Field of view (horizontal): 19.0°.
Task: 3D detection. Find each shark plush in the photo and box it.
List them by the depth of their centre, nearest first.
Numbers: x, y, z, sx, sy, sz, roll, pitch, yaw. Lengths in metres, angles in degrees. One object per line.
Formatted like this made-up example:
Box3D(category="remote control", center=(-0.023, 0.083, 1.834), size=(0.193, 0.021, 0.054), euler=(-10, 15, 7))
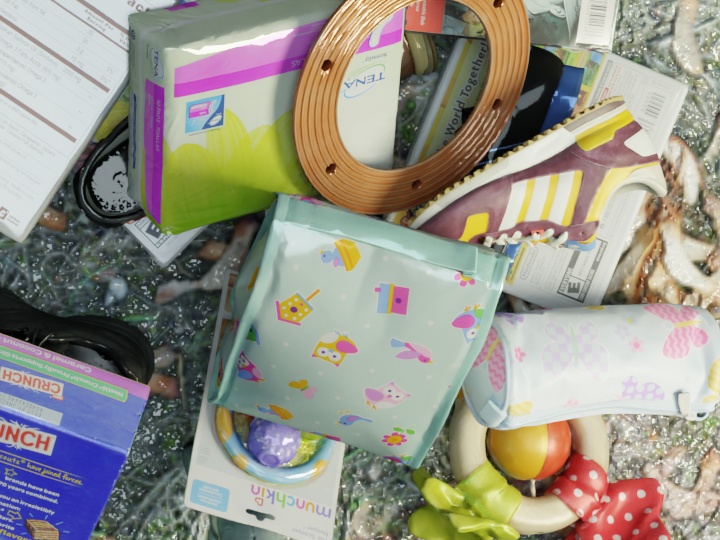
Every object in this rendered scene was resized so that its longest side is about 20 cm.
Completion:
Box3D(category="shark plush", center=(-0.093, 0.175, 1.574), size=(0.090, 0.083, 0.201), euler=(6, 59, -1))

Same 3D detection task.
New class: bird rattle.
Box3D(category="bird rattle", center=(0.137, 0.152, 1.634), size=(0.199, 0.113, 0.164), euler=(-1, 81, -10))

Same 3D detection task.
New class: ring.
Box3D(category="ring", center=(0.034, -0.131, 1.489), size=(0.200, 0.019, 0.201), euler=(-21, 129, -28))

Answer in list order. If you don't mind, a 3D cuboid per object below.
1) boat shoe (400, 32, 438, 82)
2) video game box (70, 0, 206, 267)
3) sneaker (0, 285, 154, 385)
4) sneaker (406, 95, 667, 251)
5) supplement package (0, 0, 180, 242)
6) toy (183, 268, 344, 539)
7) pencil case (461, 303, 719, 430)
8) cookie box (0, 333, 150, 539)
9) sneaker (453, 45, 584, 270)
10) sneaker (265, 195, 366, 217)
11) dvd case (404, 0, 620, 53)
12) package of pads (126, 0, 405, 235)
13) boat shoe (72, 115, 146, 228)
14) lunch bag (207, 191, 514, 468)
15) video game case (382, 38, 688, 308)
Box3D(category="boat shoe", center=(-0.009, -0.227, 1.576), size=(0.067, 0.072, 0.201), euler=(-24, 102, -6))
Box3D(category="video game box", center=(-0.140, -0.136, 1.584), size=(0.200, 0.047, 0.182), euler=(-44, 102, 0))
Box3D(category="sneaker", center=(-0.248, 0.056, 1.571), size=(0.199, 0.091, 0.076), euler=(7, 98, -7))
Box3D(category="sneaker", center=(0.122, -0.041, 1.526), size=(0.200, 0.075, 0.090), euler=(-31, 89, 1))
Box3D(category="supplement package", center=(-0.227, -0.137, 1.493), size=(0.117, 0.117, 0.200), euler=(34, 91, -8))
Box3D(category="toy", center=(-0.055, 0.091, 1.565), size=(0.115, 0.047, 0.201), euler=(18, 53, -16))
Box3D(category="pencil case", center=(0.174, 0.073, 1.608), size=(0.199, 0.083, 0.091), euler=(0, 77, -24))
Box3D(category="cookie box", center=(-0.264, 0.142, 1.539), size=(0.171, 0.075, 0.200), euler=(21, 130, -9))
Box3D(category="sneaker", center=(0.098, -0.071, 1.595), size=(0.078, 0.070, 0.201), euler=(21, 93, 2))
Box3D(category="sneaker", center=(0.000, 0.000, 1.592), size=(0.075, 0.081, 0.200), euler=(-39, 105, 25))
Box3D(category="dvd case", center=(0.097, -0.238, 1.551), size=(0.199, 0.022, 0.147), euler=(4, 104, -13))
Box3D(category="package of pads", center=(-0.064, -0.117, 1.482), size=(0.199, 0.068, 0.155), euler=(-17, 130, -29))
Box3D(category="boat shoe", center=(-0.121, -0.104, 1.538), size=(0.201, 0.063, 0.074), euler=(-40, 99, -2))
Box3D(category="lunch bag", center=(-0.001, 0.025, 1.469), size=(0.170, 0.200, 0.122), euler=(17, 52, -6))
Box3D(category="video game case", center=(0.131, -0.082, 1.639), size=(0.181, 0.023, 0.201), euler=(21, 95, -10))
